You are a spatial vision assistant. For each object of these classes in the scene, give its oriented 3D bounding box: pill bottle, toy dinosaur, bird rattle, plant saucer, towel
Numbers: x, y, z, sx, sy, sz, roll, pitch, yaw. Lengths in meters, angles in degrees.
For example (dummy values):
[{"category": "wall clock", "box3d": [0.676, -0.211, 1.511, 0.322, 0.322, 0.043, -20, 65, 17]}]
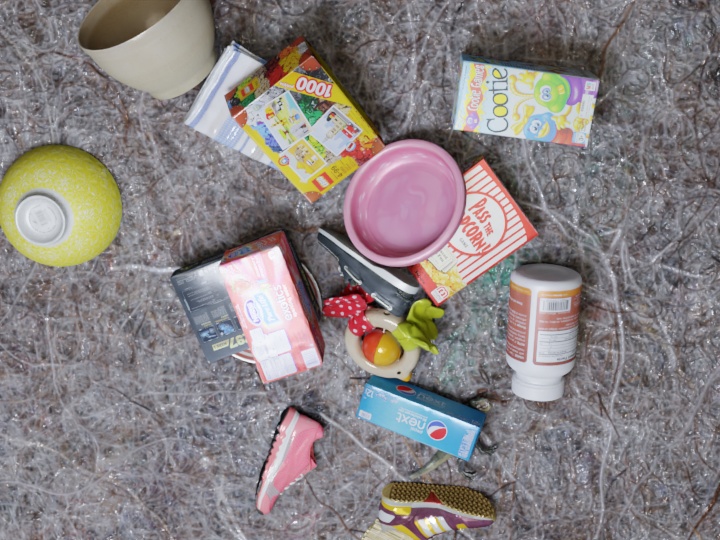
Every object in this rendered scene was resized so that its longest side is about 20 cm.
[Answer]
[{"category": "pill bottle", "box3d": [0.288, 0.098, 1.692, 0.111, 0.112, 0.201, 2, 107, 2]}, {"category": "toy dinosaur", "box3d": [0.174, 0.299, 1.794, 0.088, 0.047, 0.200, 38, 106, 2]}, {"category": "bird rattle", "box3d": [0.030, 0.105, 1.717, 0.199, 0.113, 0.164, 12, 125, 5]}, {"category": "plant saucer", "box3d": [0.072, -0.099, 1.635, 0.199, 0.051, 0.202, -8, 71, 25]}, {"category": "towel", "box3d": [-0.152, -0.241, 1.620, 0.199, 0.024, 0.147, 25, 109, -31]}]

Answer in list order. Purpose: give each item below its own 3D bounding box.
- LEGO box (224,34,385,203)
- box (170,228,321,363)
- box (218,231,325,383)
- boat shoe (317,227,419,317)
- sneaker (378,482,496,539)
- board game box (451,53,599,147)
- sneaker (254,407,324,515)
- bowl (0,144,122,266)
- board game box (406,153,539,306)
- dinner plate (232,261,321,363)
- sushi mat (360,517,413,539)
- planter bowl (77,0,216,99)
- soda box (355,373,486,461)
[{"category": "LEGO box", "box3d": [-0.081, -0.223, 1.592, 0.149, 0.077, 0.200, -36, 128, 10]}, {"category": "box", "box3d": [-0.182, 0.041, 1.708, 0.199, 0.051, 0.158, -21, 104, 8]}, {"category": "box", "box3d": [-0.133, 0.056, 1.635, 0.102, 0.095, 0.201, -19, 105, 6]}, {"category": "boat shoe", "box3d": [0.000, 0.000, 1.663, 0.200, 0.075, 0.061, 36, 106, 31]}, {"category": "sneaker", "box3d": [0.130, 0.420, 1.822, 0.199, 0.075, 0.091, 9, 115, 7]}, {"category": "board game box", "box3d": [0.242, -0.255, 1.595, 0.199, 0.105, 0.104, 8, 107, 1]}, {"category": "sneaker", "box3d": [-0.120, 0.334, 1.803, 0.086, 0.074, 0.201, 19, 106, -4]}, {"category": "bowl", "box3d": [-0.486, -0.091, 1.679, 0.199, 0.108, 0.201, 1, 106, 3]}, {"category": "board game box", "box3d": [0.156, -0.063, 1.685, 0.200, 0.046, 0.152, -37, 102, 12]}, {"category": "dinner plate", "box3d": [-0.162, 0.056, 1.749, 0.199, 0.024, 0.201, 1, 107, 3]}, {"category": "sushi mat", "box3d": [0.089, 0.516, 1.877, 0.199, 0.012, 0.096, 28, 107, -5]}, {"category": "planter bowl", "box3d": [-0.295, -0.339, 1.567, 0.199, 0.201, 0.135, -25, 130, 10]}, {"category": "soda box", "box3d": [0.100, 0.236, 1.743, 0.199, 0.068, 0.064, 21, 108, 11]}]
